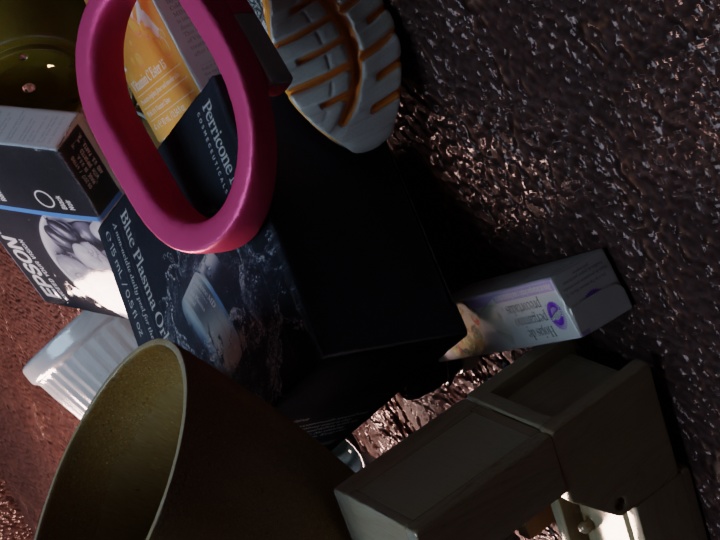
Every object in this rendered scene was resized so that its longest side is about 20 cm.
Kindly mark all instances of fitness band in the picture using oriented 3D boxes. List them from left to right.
[{"bbox_3d":[-0.109,-0.104,1.070,0.144,0.037,0.201,-51,58,37],"label":"fitness band"}]

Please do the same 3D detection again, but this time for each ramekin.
[{"bbox_3d":[-0.184,0.054,1.529,0.094,0.202,0.202,48,159,-3],"label":"ramekin"}]

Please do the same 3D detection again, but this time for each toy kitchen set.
[{"bbox_3d":[0.082,0.160,1.062,0.163,0.180,0.201,19,134,54],"label":"toy kitchen set"}]

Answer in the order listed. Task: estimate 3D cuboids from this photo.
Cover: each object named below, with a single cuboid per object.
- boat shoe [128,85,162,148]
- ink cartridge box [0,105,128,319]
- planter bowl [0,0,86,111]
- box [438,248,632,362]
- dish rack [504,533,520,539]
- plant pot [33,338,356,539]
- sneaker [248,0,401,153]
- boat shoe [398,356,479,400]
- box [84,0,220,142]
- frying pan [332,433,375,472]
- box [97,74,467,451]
[{"bbox_3d":[-0.164,-0.138,1.301,0.063,0.073,0.201,44,-157,-49],"label":"boat shoe"},{"bbox_3d":[-0.247,-0.046,1.366,0.199,0.043,0.199,10,144,36],"label":"ink cartridge box"},{"bbox_3d":[-0.261,-0.164,1.369,0.201,0.199,0.084,92,160,-53],"label":"planter bowl"},{"bbox_3d":[0.092,0.024,1.073,0.039,0.041,0.200,62,158,-4],"label":"box"},{"bbox_3d":[0.027,0.178,1.214,0.171,0.044,0.200,18,179,3],"label":"dish rack"},{"bbox_3d":[-0.064,0.162,1.045,0.199,0.187,0.186,24,172,-24],"label":"plant pot"},{"bbox_3d":[-0.036,-0.162,1.094,0.201,0.078,0.077,63,171,5],"label":"sneaker"},{"bbox_3d":[0.000,0.000,1.219,0.200,0.060,0.076,50,156,26],"label":"boat shoe"},{"bbox_3d":[-0.125,-0.203,1.191,0.201,0.097,0.124,62,158,-4],"label":"box"},{"bbox_3d":[-0.014,0.136,1.347,0.189,0.031,0.115,5,143,17],"label":"frying pan"},{"bbox_3d":[-0.058,0.004,1.152,0.200,0.117,0.198,-44,61,48],"label":"box"}]
